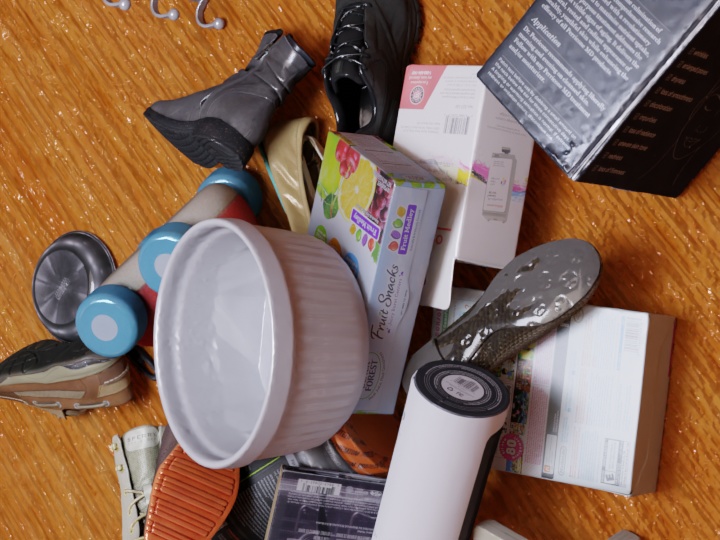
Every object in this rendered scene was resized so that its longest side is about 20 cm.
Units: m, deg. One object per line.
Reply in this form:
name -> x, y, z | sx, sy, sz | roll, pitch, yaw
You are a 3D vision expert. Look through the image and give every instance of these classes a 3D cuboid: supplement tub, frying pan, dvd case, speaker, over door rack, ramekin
supplement tub -> -0.061, 0.181, 1.535 | 0.199, 0.122, 0.123 | -34, 71, 27
frying pan -> -0.278, 0.050, 1.737 | 0.115, 0.031, 0.191 | -34, 68, 29
dvd case -> -0.016, 0.266, 1.488 | 0.016, 0.147, 0.201 | -111, 32, -66
speaker -> 0.059, 0.176, 1.394 | 0.081, 0.081, 0.201 | 31, 122, 29
over door rack -> -0.144, -0.322, 1.587 | 0.066, 0.147, 0.201 | 30, 105, 31
ramekin -> -0.079, 0.059, 1.412 | 0.200, 0.104, 0.202 | -3, 86, 56

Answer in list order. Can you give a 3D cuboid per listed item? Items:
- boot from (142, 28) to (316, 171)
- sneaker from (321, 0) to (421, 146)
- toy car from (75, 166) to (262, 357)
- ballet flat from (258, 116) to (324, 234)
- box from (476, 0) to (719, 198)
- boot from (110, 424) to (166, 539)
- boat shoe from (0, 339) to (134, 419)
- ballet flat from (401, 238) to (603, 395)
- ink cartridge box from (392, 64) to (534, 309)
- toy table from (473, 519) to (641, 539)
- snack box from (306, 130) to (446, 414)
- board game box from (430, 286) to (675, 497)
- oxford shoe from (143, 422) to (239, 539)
boot -> -0.117, -0.164, 1.615 | 0.132, 0.070, 0.200 | -54, 33, -10
sneaker -> 0.005, -0.191, 1.523 | 0.076, 0.091, 0.202 | -13, 81, 34
toy car -> -0.124, 0.040, 1.581 | 0.177, 0.184, 0.200 | -41, 97, 25
ballet flat -> -0.038, -0.048, 1.563 | 0.063, 0.069, 0.201 | -22, 78, 16
box -> 0.227, -0.172, 1.314 | 0.197, 0.199, 0.124 | -49, 64, 21
boot -> -0.194, 0.220, 1.590 | 0.071, 0.200, 0.156 | -7, 81, -3
boat shoe -> -0.300, 0.114, 1.719 | 0.199, 0.076, 0.074 | -8, 114, 44
ballet flat -> 0.118, 0.045, 1.403 | 0.200, 0.046, 0.068 | -41, 59, 18
ink cartridge box -> 0.080, -0.068, 1.458 | 0.116, 0.067, 0.202 | 11, 91, 55
toy table -> 0.162, 0.289, 1.372 | 0.199, 0.184, 0.118 | 20, 116, 22
snack box -> 0.000, 0.000, 1.448 | 0.142, 0.053, 0.202 | -137, 56, -59
board game box -> 0.152, 0.097, 1.436 | 0.199, 0.064, 0.149 | 8, 92, 31
oxford shoe -> -0.144, 0.169, 1.492 | 0.073, 0.071, 0.201 | -36, 29, 53
